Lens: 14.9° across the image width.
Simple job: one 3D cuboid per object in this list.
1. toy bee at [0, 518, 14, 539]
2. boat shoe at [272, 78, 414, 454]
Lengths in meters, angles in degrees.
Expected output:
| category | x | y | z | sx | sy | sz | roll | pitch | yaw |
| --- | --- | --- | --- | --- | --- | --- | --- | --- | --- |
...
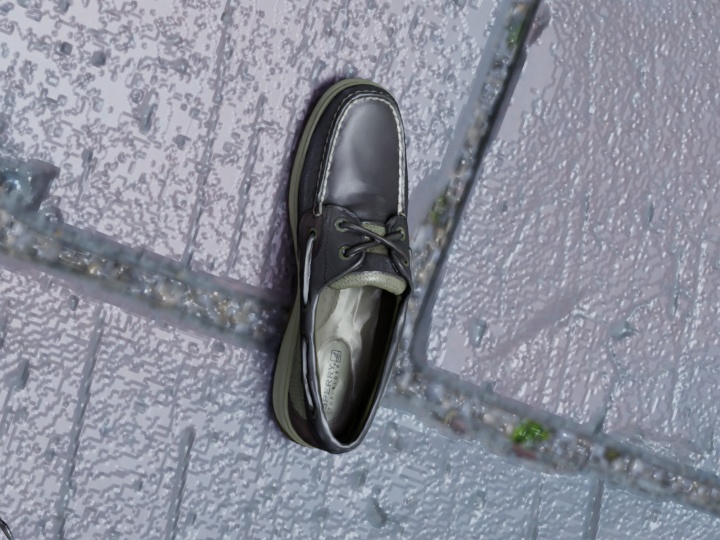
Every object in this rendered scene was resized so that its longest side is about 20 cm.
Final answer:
| category | x | y | z | sx | sy | sz | roll | pitch | yaw |
| --- | --- | --- | --- | --- | --- | --- | --- | --- | --- |
| toy bee | -0.266 | 0.149 | 1.343 | 0.198 | 0.109 | 0.132 | 4 | 107 | -3 |
| boat shoe | 0.000 | 0.000 | 1.461 | 0.073 | 0.065 | 0.202 | 1 | 98 | -26 |
